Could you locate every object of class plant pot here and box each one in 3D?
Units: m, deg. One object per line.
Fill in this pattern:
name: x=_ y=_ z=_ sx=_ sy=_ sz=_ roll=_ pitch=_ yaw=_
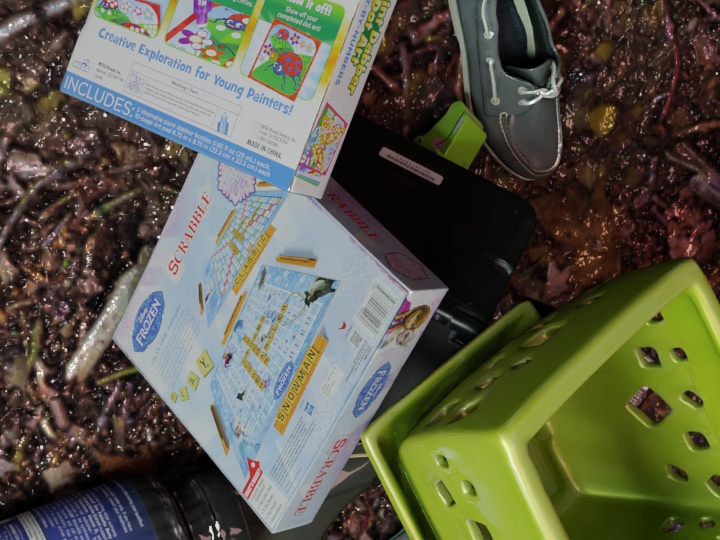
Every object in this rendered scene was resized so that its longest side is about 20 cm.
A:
plant pot: x=0.128 y=0.128 z=0.819 sx=0.199 sy=0.181 sz=0.200 roll=-36 pitch=106 yaw=-33

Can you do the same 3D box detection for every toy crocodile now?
toy crocodile: x=0.033 y=-0.039 z=1.012 sx=0.067 sy=0.062 sz=0.200 roll=30 pitch=88 yaw=-52

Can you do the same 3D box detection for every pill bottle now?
pill bottle: x=-0.184 y=0.211 z=0.937 sx=0.199 sy=0.112 sz=0.112 roll=-18 pitch=115 yaw=-24

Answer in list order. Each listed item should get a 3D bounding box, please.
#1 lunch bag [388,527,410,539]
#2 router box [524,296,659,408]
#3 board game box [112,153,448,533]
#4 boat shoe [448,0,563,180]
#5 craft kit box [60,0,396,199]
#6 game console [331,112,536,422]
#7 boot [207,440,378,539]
lunch bag: x=0.103 y=0.257 z=1.077 sx=0.200 sy=0.160 sz=0.077 roll=-25 pitch=119 yaw=-41
router box: x=0.140 y=0.106 z=1.038 sx=0.051 sy=0.200 sz=0.149 roll=36 pitch=88 yaw=-15
board game box: x=-0.062 y=0.030 z=0.860 sx=0.041 sy=0.200 sz=0.200 roll=-4 pitch=131 yaw=-49
boat shoe: x=0.122 y=-0.152 z=1.018 sx=0.073 sy=0.062 sz=0.201 roll=-31 pitch=120 yaw=-18
craft kit box: x=-0.076 y=-0.171 z=0.817 sx=0.048 sy=0.200 sz=0.198 roll=4 pitch=109 yaw=-60
game console: x=0.000 y=0.000 z=0.961 sx=0.199 sy=0.116 sz=0.176 roll=27 pitch=63 yaw=4
boot: x=-0.019 y=0.181 z=1.055 sx=0.199 sy=0.077 sz=0.139 roll=-10 pitch=117 yaw=-13
